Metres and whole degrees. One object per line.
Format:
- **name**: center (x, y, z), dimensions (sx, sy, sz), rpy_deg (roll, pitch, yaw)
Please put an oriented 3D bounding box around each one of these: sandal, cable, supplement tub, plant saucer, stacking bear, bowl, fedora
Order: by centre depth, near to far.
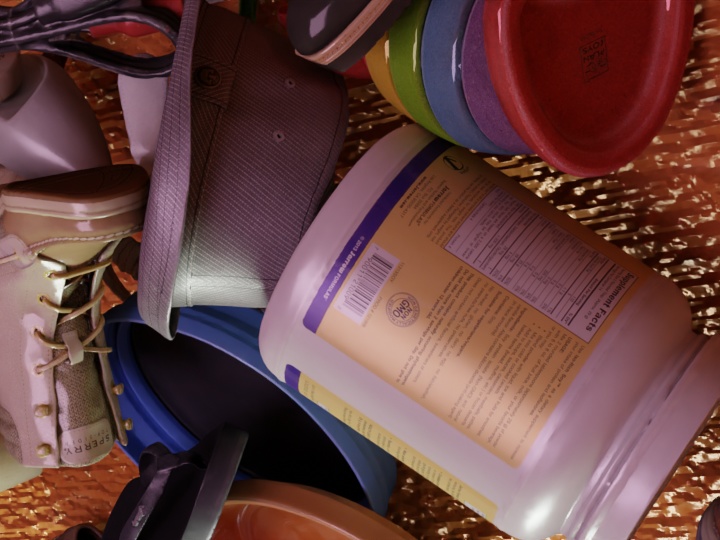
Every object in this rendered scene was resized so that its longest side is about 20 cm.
- **stacking bear**: center (0.046, -0.118, 1.107), dimensions (0.200, 0.121, 0.114), rpy_deg (21, 129, 47)
- **supplement tub**: center (0.068, 0.038, 1.125), dimensions (0.200, 0.145, 0.146), rpy_deg (34, 134, 10)
- **fedora**: center (-0.054, -0.057, 1.177), dimensions (0.090, 0.200, 0.177), rpy_deg (8, 135, -2)
- **cable**: center (-0.168, -0.139, 1.287), dimensions (0.199, 0.050, 0.097), rpy_deg (-16, 111, 19)
- **sandal**: center (-0.117, 0.133, 1.326), dimensions (0.043, 0.076, 0.200), rpy_deg (26, 152, -16)
- **bowl**: center (-0.068, 0.085, 1.333), dimensions (0.200, 0.039, 0.201), rpy_deg (25, 147, 18)
- **plant saucer**: center (-0.004, 0.185, 1.335), dimensions (0.200, 0.032, 0.201), rpy_deg (24, 148, 17)

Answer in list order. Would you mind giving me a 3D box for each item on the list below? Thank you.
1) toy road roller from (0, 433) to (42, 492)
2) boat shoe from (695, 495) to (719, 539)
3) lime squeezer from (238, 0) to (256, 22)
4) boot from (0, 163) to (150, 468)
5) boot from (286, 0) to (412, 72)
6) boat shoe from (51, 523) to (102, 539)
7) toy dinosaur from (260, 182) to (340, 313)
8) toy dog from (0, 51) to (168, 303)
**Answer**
- **toy road roller**: center (-0.285, 0.046, 1.517), dimensions (0.146, 0.123, 0.201), rpy_deg (21, 126, 54)
- **boat shoe**: center (0.243, 0.162, 1.091), dimensions (0.200, 0.076, 0.072), rpy_deg (40, 133, 19)
- **lime squeezer**: center (-0.063, -0.193, 1.204), dimensions (0.038, 0.071, 0.200), rpy_deg (-1, 151, 8)
- **boot**: center (-0.153, 0.027, 1.246), dimensions (0.200, 0.072, 0.155), rpy_deg (-5, 95, 60)
- **boot**: center (-0.018, -0.203, 1.031), dimensions (0.077, 0.138, 0.201), rpy_deg (19, 85, 57)
- **boat shoe**: center (-0.144, 0.252, 1.524), dimensions (0.200, 0.072, 0.072), rpy_deg (48, 136, 13)
- **toy dinosaur**: center (0.000, 0.000, 1.229), dimensions (0.101, 0.058, 0.200), rpy_deg (-46, 69, 3)
- **toy dog**: center (-0.146, -0.078, 1.337), dimensions (0.200, 0.096, 0.132), rpy_deg (38, 148, 5)
